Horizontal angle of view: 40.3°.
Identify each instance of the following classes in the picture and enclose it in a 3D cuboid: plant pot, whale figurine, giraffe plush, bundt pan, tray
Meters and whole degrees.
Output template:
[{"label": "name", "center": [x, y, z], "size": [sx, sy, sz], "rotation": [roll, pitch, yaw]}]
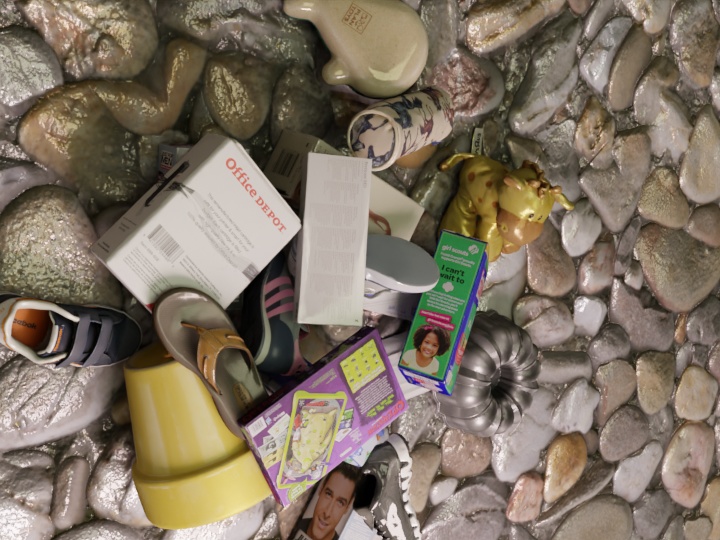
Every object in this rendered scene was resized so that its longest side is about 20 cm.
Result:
[{"label": "plant pot", "center": [-0.199, 0.180, 1.203], "size": [0.199, 0.200, 0.192], "rotation": [-25, 105, -27]}, {"label": "whale figurine", "center": [-0.008, -0.310, 1.285], "size": [0.198, 0.104, 0.161], "rotation": [31, 82, -11]}, {"label": "giraffe plush", "center": [0.221, -0.099, 1.437], "size": [0.170, 0.161, 0.204], "rotation": [-18, 112, -29]}, {"label": "bundt pan", "center": [0.208, 0.170, 1.542], "size": [0.199, 0.075, 0.206], "rotation": [-11, 108, -35]}, {"label": "tray", "center": [0.031, 0.160, 1.456], "size": [0.197, 0.022, 0.109], "rotation": [-17, 111, -31]}]

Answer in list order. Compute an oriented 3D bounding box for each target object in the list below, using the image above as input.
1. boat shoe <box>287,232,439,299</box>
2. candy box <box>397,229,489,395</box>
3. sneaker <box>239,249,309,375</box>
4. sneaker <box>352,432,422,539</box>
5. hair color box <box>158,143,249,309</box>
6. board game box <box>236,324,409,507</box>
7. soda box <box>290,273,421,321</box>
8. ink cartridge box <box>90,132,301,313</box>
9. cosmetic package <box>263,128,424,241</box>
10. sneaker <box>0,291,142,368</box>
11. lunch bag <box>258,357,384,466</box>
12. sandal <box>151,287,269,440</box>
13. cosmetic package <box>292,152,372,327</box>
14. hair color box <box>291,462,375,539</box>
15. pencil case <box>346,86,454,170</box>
[{"label": "boat shoe", "center": [-0.001, 0.004, 1.274], "size": [0.198, 0.086, 0.076], "rotation": [7, 58, -16]}, {"label": "candy box", "center": [0.122, 0.064, 1.392], "size": [0.169, 0.076, 0.203], "rotation": [57, 49, -75]}, {"label": "sneaker", "center": [-0.104, 0.052, 1.249], "size": [0.081, 0.202, 0.070], "rotation": [26, 131, -25]}, {"label": "sneaker", "center": [0.030, 0.327, 1.332], "size": [0.089, 0.066, 0.204], "rotation": [-14, 104, -27]}, {"label": "hair color box", "center": [-0.198, -0.054, 1.222], "size": [0.098, 0.060, 0.204], "rotation": [-4, 103, -32]}, {"label": "board game box", "center": [-0.040, 0.168, 1.153], "size": [0.199, 0.032, 0.122], "rotation": [-34, 112, -25]}, {"label": "soda box", "center": [-0.003, 0.017, 1.370], "size": [0.198, 0.068, 0.065], "rotation": [16, 92, -35]}, {"label": "ink cartridge box", "center": [-0.188, -0.039, 1.145], "size": [0.200, 0.083, 0.145], "rotation": [-46, 119, -12]}, {"label": "cosmetic package", "center": [-0.025, -0.098, 1.307], "size": [0.198, 0.103, 0.088], "rotation": [29, 87, -34]}, {"label": "sneaker", "center": [-0.339, 0.077, 1.147], "size": [0.198, 0.079, 0.080], "rotation": [13, 94, -38]}, {"label": "lunch bag", "center": [-0.063, 0.165, 1.274], "size": [0.076, 0.199, 0.161], "rotation": [-51, 139, -11]}, {"label": "sandal", "center": [-0.157, 0.105, 1.103], "size": [0.081, 0.054, 0.202], "rotation": [-34, 101, -25]}, {"label": "cosmetic package", "center": [-0.035, -0.036, 1.189], "size": [0.081, 0.051, 0.204], "rotation": [5, 86, -11]}, {"label": "hair color box", "center": [-0.035, 0.371, 1.405], "size": [0.060, 0.098, 0.202], "rotation": [32, 83, -34]}, {"label": "pencil case", "center": [0.054, -0.187, 1.298], "size": [0.090, 0.078, 0.199], "rotation": [-53, 169, 32]}]
